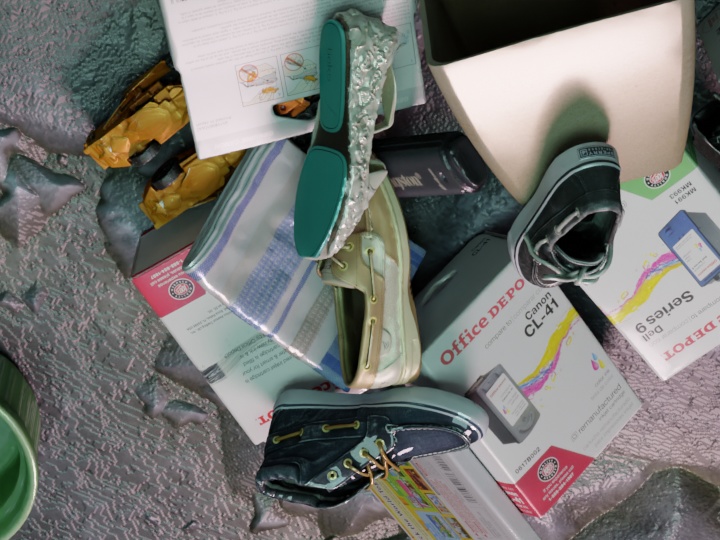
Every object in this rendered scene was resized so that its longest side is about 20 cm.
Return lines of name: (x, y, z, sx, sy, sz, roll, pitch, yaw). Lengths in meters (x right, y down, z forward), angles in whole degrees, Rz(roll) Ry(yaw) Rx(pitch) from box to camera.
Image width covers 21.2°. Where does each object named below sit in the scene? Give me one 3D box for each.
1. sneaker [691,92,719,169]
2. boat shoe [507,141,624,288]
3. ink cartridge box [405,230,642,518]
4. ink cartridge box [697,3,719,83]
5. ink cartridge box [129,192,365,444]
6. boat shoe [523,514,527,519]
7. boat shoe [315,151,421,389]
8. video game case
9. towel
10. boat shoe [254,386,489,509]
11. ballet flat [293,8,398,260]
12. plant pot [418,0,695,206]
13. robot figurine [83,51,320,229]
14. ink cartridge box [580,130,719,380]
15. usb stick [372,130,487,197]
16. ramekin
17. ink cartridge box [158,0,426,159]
sneaker: (0.313, -0.102, 1.556, 0.104, 0.200, 0.060, 43, 104, 2)
boat shoe: (0.166, -0.023, 1.507, 0.073, 0.069, 0.200, -3, 154, -16)
ink cartridge box: (0.131, 0.091, 1.673, 0.148, 0.085, 0.200, -45, 116, -15)
ink cartridge box: (0.341, -0.163, 1.548, 0.199, 0.115, 0.068, 37, 112, -18)
ink cartridge box: (-0.083, 0.030, 1.673, 0.144, 0.085, 0.201, -28, 115, 15)
boat shoe: (0.097, 0.194, 1.779, 0.066, 0.070, 0.201, 0, 134, 32)
boat shoe: (0.000, 0.000, 1.564, 0.066, 0.074, 0.202, -14, 96, -25)
video game case: (0.081, 0.215, 1.742, 0.200, 0.023, 0.181, 51, 152, -21)
towel: (-0.043, -0.009, 1.593, 0.200, 0.024, 0.148, 39, 74, -30)
boat shoe: (0.009, 0.153, 1.606, 0.199, 0.091, 0.071, -2, 143, 28)
ballet flat: (-0.004, -0.102, 1.503, 0.071, 0.072, 0.202, 8, 105, -4)
plant pot: (0.161, -0.170, 1.511, 0.198, 0.201, 0.178, -14, 129, 8)
robot figurine: (-0.126, -0.130, 1.600, 0.199, 0.058, 0.145, -34, 114, 18)
ink cartridge box: (0.254, -0.028, 1.640, 0.145, 0.088, 0.200, -35, 115, 18)
usb stick: (0.035, -0.084, 1.565, 0.033, 0.199, 0.056, -40, 109, -24)
ramekin: (-0.382, 0.154, 1.736, 0.198, 0.098, 0.202, 0, 119, 0)
ink cartridge box: (-0.053, -0.192, 1.515, 0.198, 0.044, 0.175, -14, 129, -6)
